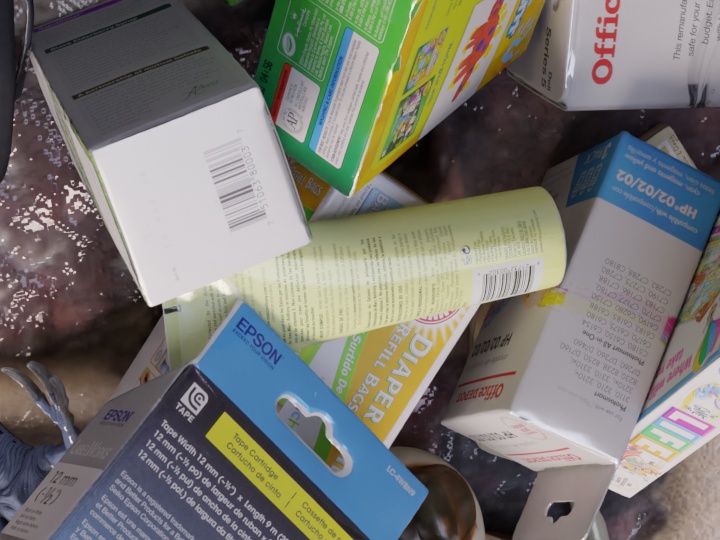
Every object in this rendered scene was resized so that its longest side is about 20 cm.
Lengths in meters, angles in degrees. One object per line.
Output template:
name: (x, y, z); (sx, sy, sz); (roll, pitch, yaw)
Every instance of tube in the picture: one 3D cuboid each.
tube: (0.000, 0.000, 0.902); (0.198, 0.052, 0.058); (-12, 73, -15)

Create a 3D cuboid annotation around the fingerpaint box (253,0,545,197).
fingerpaint box: (0.038, -0.160, 0.867); (0.167, 0.073, 0.201); (-41, 160, -40)

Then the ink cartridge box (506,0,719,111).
ink cartridge box: (0.187, -0.167, 1.002); (0.198, 0.084, 0.147); (-3, 110, -20)

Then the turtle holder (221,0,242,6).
turtle holder: (-0.045, -0.203, 0.870); (0.132, 0.141, 0.186); (-41, 117, -3)

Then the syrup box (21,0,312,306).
syrup box: (-0.095, -0.066, 0.869); (0.081, 0.200, 0.079); (-22, 116, -8)

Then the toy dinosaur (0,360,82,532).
toy dinosaur: (-0.170, 0.135, 0.955); (0.105, 0.181, 0.201); (-37, 149, -15)

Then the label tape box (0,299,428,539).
label tape box: (-0.081, 0.135, 0.879); (0.143, 0.066, 0.200); (46, 66, -20)

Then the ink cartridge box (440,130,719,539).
ink cartridge box: (0.108, 0.039, 0.981); (0.067, 0.115, 0.201); (26, 76, -10)

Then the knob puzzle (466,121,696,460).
knob puzzle: (0.148, 0.042, 1.098); (0.218, 0.030, 0.221); (-7, 112, -18)

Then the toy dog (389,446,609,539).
toy dog: (0.059, 0.184, 1.062); (0.200, 0.139, 0.194); (44, 78, -28)

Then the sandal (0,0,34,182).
sandal: (-0.177, -0.129, 0.889); (0.043, 0.076, 0.202); (-10, 116, -41)

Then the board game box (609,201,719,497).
board game box: (0.177, 0.026, 0.955); (0.034, 0.200, 0.135); (25, 66, -3)

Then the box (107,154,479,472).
box: (-0.033, 0.038, 0.980); (0.112, 0.101, 0.201); (31, 92, -27)
